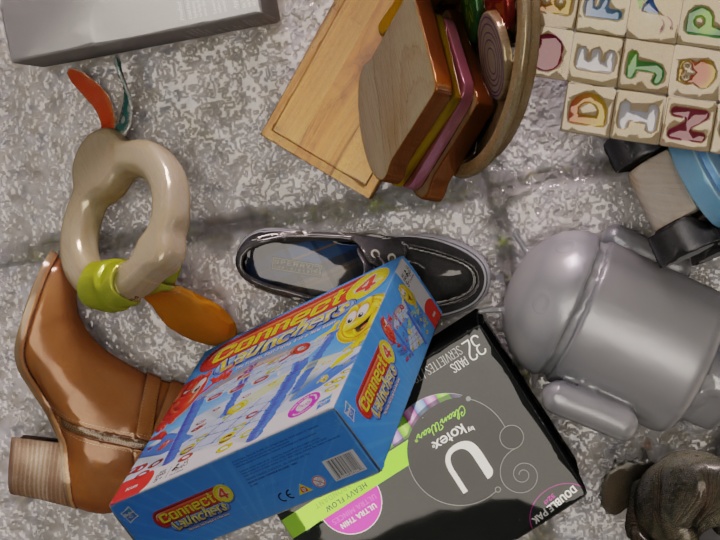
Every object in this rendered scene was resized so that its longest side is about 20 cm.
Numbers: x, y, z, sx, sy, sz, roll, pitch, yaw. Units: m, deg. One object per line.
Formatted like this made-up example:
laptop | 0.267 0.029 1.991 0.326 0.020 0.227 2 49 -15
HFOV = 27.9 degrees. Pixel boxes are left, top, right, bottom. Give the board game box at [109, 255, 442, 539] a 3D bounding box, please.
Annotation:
board game box | -0.055 0.095 1.020 0.199 0.196 0.056 -26 110 27

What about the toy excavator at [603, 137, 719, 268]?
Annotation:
toy excavator | 0.304 -0.090 1.036 0.199 0.194 0.100 -29 78 31

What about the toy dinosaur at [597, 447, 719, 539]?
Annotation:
toy dinosaur | 0.227 0.169 1.024 0.076 0.200 0.103 -13 78 -23

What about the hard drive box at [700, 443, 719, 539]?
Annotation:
hard drive box | 0.308 0.191 1.042 0.076 0.156 0.201 17 96 -11

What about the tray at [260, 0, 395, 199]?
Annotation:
tray | 0.016 -0.166 1.104 0.098 0.037 0.201 30 96 2

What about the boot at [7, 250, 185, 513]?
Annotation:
boot | -0.188 0.089 1.131 0.153 0.074 0.202 5 98 0

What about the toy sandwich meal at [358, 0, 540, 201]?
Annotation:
toy sandwich meal | 0.056 -0.153 0.996 0.070 0.205 0.207 2 95 -18

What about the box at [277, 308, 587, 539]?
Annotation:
box | 0.044 0.147 1.084 0.199 0.124 0.149 -34 91 6

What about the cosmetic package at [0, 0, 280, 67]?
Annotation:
cosmetic package | -0.170 -0.222 1.092 0.198 0.090 0.108 -8 94 9

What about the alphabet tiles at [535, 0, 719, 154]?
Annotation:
alphabet tiles | 0.206 -0.163 0.938 0.198 0.006 0.168 9 105 8

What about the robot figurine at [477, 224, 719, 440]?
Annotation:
robot figurine | 0.189 0.044 1.066 0.199 0.113 0.170 26 57 2

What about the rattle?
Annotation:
rattle | -0.156 -0.057 1.126 0.130 0.142 0.201 -48 46 38

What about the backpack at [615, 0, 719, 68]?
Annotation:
backpack | 0.253 -0.198 1.017 0.198 0.168 0.164 -5 105 4

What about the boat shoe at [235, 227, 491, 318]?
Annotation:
boat shoe | 0.000 0.000 1.103 0.198 0.066 0.070 10 96 4
